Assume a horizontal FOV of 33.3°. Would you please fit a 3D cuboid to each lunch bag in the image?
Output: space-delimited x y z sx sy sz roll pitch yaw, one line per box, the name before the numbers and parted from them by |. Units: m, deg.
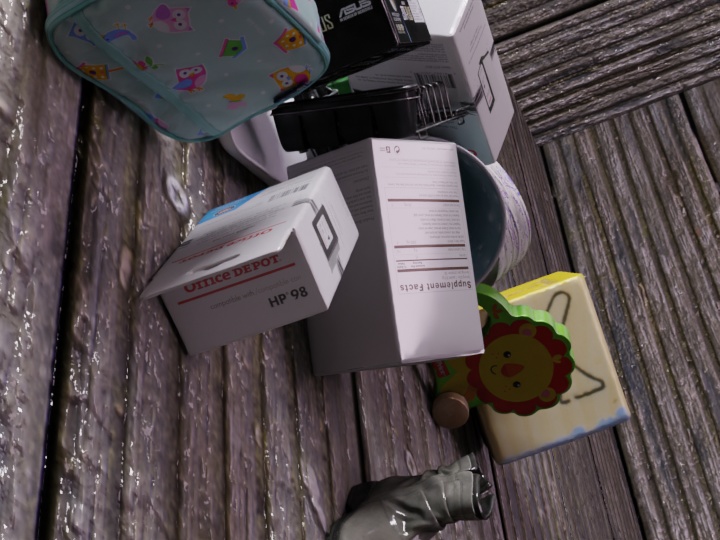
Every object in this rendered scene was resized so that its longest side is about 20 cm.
lunch bag | -0.125 -0.175 0.873 0.200 0.160 0.078 38 30 -54

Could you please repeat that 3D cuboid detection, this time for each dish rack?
dish rack | 0.017 -0.155 1.191 0.200 0.152 0.055 -27 112 -62

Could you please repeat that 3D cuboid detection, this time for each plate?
plate | -0.108 -0.166 1.155 0.199 0.032 0.202 39 34 -65

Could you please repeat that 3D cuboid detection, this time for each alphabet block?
alphabet block | 0.231 0.126 1.631 0.196 0.194 0.202 -175 -113 -89

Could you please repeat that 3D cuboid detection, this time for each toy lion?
toy lion | 0.159 0.097 1.470 0.069 0.190 0.201 -81 147 -61

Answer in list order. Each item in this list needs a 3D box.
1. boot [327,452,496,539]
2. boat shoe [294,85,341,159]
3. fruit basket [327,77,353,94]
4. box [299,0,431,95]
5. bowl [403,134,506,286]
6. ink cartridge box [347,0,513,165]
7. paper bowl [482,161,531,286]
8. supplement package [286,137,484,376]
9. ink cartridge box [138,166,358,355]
boot | 0.048 0.219 1.036 0.200 0.130 0.068 -66 134 -69
boat shoe | -0.045 -0.175 1.320 0.074 0.068 0.201 -61 130 -70
fruit basket | -0.011 -0.221 1.455 0.200 0.093 0.186 59 11 -62
box | -0.035 -0.219 1.106 0.200 0.163 0.087 -44 113 -73
bowl | 0.054 -0.068 1.309 0.105 0.199 0.202 -93 159 -64
ink cartridge box | 0.070 -0.213 1.298 0.085 0.145 0.200 -67 151 -28
paper bowl | 0.103 -0.062 1.475 0.200 0.104 0.201 40 -27 24
supplement package | 0.023 -0.011 1.123 0.119 0.121 0.202 -2 83 -44
ink cartridge box | -0.077 -0.004 0.898 0.200 0.115 0.067 -68 137 -67
